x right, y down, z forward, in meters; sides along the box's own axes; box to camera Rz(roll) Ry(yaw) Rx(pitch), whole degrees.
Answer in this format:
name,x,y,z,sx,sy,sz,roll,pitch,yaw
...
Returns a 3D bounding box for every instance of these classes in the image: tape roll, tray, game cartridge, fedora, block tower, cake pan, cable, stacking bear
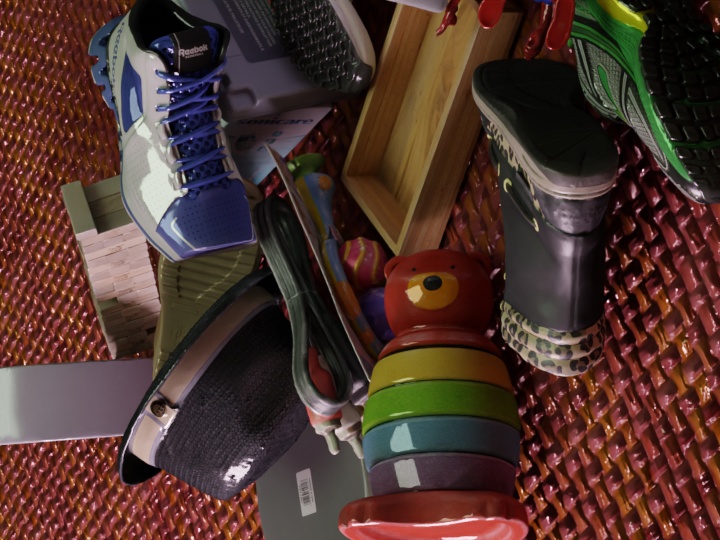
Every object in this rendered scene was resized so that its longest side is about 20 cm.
name,x,y,z,sx,sy,sz,roll,pitch,yaw
tape roll,-0.259,0.114,1.956,0.200,0.200,0.066,-9,85,60
tray,0.047,-0.119,1.579,0.099,0.037,0.200,55,137,43
game cartridge,-0.082,-0.201,1.693,0.200,0.133,0.042,61,141,23
fedora,-0.089,0.097,1.672,0.092,0.201,0.201,38,132,11
block tower,-0.204,0.000,1.918,0.200,0.058,0.054,81,167,-56
cake pan,-0.024,0.164,1.716,0.200,0.037,0.200,7,98,60
cable,-0.043,0.041,1.612,0.050,0.097,0.200,-39,72,29
stacking bear,0.053,0.081,1.514,0.114,0.121,0.200,55,-147,-67

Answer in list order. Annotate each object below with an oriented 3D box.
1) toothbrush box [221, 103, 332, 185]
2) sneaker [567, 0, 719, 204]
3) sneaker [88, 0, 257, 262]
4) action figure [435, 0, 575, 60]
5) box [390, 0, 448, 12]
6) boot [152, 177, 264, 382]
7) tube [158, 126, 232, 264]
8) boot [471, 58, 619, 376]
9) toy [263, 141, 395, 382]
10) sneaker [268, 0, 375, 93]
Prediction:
name,x,y,z,sx,sy,sz,roll,pitch,yaw
toothbrush box,-0.116,-0.148,1.809,0.200,0.085,0.146,-39,60,52
sneaker,0.177,-0.108,1.332,0.200,0.078,0.085,-109,26,-42
sneaker,-0.130,-0.111,1.599,0.199,0.081,0.115,68,154,13
action figure,0.092,-0.163,1.415,0.200,0.065,0.099,-80,11,-66
box,-0.022,-0.299,1.497,0.199,0.171,0.200,-130,53,-65
boot,-0.109,-0.013,1.761,0.166,0.072,0.200,-67,-1,-62
tube,-0.125,-0.057,1.768,0.050,0.077,0.200,60,167,16
boot,0.114,-0.039,1.424,0.200,0.073,0.151,-116,22,-61
toy,0.000,0.000,1.625,0.047,0.115,0.200,-30,66,7
sneaker,-0.027,-0.214,1.652,0.200,0.093,0.070,54,140,28
